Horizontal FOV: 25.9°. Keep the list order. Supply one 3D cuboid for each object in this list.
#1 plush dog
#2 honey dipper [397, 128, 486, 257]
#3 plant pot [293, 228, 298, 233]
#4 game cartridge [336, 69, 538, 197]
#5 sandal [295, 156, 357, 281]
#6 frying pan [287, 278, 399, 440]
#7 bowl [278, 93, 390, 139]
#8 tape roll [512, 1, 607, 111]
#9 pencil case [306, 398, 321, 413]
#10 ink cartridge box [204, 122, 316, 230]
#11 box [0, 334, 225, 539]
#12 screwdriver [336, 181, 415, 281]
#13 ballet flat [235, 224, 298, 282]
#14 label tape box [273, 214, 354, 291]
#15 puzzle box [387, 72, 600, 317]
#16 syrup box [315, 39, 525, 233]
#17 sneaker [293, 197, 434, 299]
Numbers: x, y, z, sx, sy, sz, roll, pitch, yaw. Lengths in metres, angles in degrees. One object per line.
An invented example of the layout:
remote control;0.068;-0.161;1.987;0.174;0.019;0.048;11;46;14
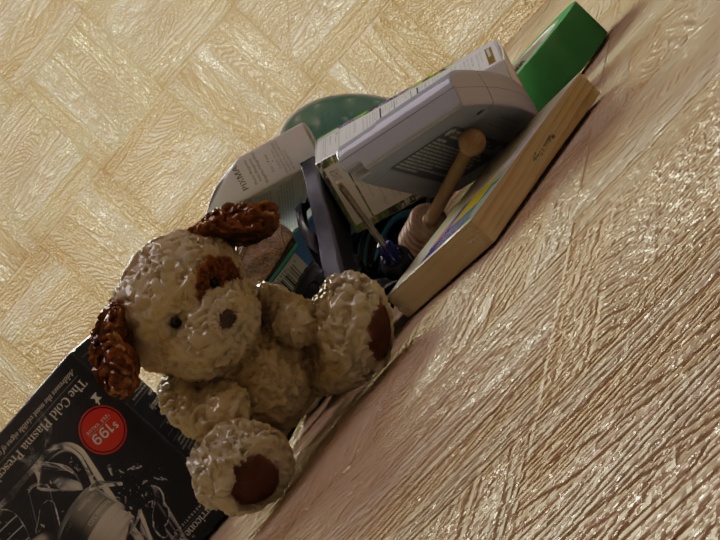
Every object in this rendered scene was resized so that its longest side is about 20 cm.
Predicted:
plush dog;-0.100;0.046;1.104;0.200;0.172;0.160;-48;26;-21
honey dipper;0.071;-0.063;1.317;0.038;0.038;0.200;-49;-5;-25
plant pot;-0.068;-0.033;1.892;0.201;0.200;0.134;-48;31;-9
game cartridge;0.076;-0.112;1.296;0.133;0.042;0.199;-36;-17;19
sandal;-0.035;-0.026;1.425;0.042;0.076;0.202;-21;48;11
frying pan;-0.028;0.080;1.253;0.191;0.031;0.115;-56;-13;19
bowl;-0.001;-0.097;1.773;0.201;0.199;0.106;-51;-20;-42
tape roll;0.166;-0.181;1.586;0.201;0.048;0.200;-48;4;4
pencil case;-0.067;0.072;1.370;0.079;0.089;0.200;-63;3;5
ink cartridge box;-0.129;-0.056;1.558;0.198;0.058;0.163;-25;-15;-8
box;-0.227;0.191;1.295;0.200;0.182;0.104;-48;4;5
screwdriver;0.014;-0.029;1.203;0.200;0.028;0.029;58;-138;-58
ballet flat;-0.126;0.033;1.329;0.201;0.067;0.068;-59;7;-30
label tape box;-0.029;0.013;1.617;0.144;0.066;0.200;-48;-20;2
puzzle box;0.104;-0.059;1.222;0.200;0.025;0.133;-52;5;-38
syrup box;0.061;-0.124;1.442;0.198;0.079;0.082;-29;19;9
sneaker;0.000;0.000;1.475;0.201;0.073;0.082;-51;12;4
